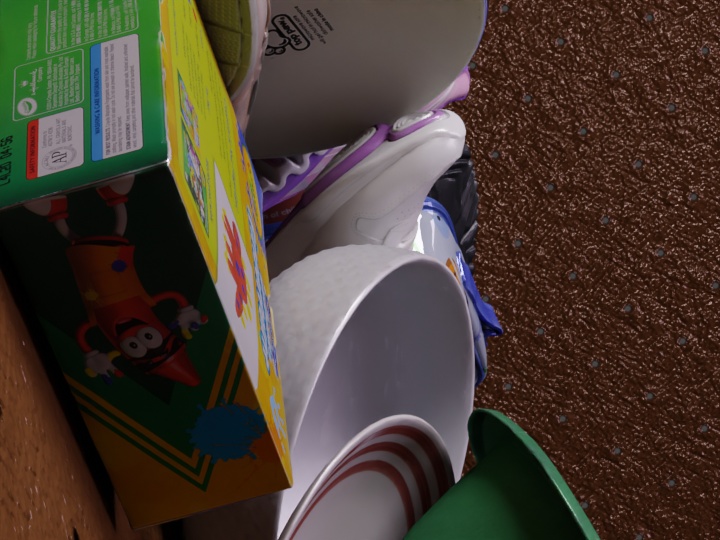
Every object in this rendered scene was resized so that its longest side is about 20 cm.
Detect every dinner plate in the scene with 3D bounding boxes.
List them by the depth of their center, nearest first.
[{"bbox_3d":[-0.012,0.159,1.028,0.200,0.024,0.202,-38,135,-52],"label":"dinner plate"}]

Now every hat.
[{"bbox_3d":[0.019,0.168,1.017,0.166,0.175,0.201,52,-15,43],"label":"hat"}]

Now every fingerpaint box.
[{"bbox_3d":[-0.089,-0.028,0.937,0.201,0.073,0.168,-99,173,-51],"label":"fingerpaint box"}]

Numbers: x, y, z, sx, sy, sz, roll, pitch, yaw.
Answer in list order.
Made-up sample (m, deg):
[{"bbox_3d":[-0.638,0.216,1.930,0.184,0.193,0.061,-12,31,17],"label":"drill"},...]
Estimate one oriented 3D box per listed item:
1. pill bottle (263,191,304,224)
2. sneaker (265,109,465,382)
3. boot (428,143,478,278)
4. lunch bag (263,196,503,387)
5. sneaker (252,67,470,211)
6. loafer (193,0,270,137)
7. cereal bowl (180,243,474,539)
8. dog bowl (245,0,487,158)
[{"bbox_3d":[-0.064,-0.111,1.326,0.113,0.111,0.201,-100,174,-49],"label":"pill bottle"},{"bbox_3d":[0.000,0.000,1.175,0.100,0.200,0.075,42,31,-1],"label":"sneaker"},{"bbox_3d":[-0.007,-0.019,1.477,0.167,0.076,0.201,21,-49,37],"label":"boot"},{"bbox_3d":[-0.004,0.027,1.323,0.200,0.159,0.076,64,13,-68],"label":"lunch bag"},{"bbox_3d":[-0.016,-0.076,1.255,0.081,0.200,0.089,48,-5,40],"label":"sneaker"},{"bbox_3d":[-0.077,-0.095,1.068,0.201,0.071,0.063,101,11,-47],"label":"loafer"},{"bbox_3d":[-0.025,0.082,1.083,0.200,0.083,0.202,-41,137,-53],"label":"cereal bowl"},{"bbox_3d":[-0.041,-0.142,1.124,0.200,0.199,0.079,69,9,-58],"label":"dog bowl"}]
